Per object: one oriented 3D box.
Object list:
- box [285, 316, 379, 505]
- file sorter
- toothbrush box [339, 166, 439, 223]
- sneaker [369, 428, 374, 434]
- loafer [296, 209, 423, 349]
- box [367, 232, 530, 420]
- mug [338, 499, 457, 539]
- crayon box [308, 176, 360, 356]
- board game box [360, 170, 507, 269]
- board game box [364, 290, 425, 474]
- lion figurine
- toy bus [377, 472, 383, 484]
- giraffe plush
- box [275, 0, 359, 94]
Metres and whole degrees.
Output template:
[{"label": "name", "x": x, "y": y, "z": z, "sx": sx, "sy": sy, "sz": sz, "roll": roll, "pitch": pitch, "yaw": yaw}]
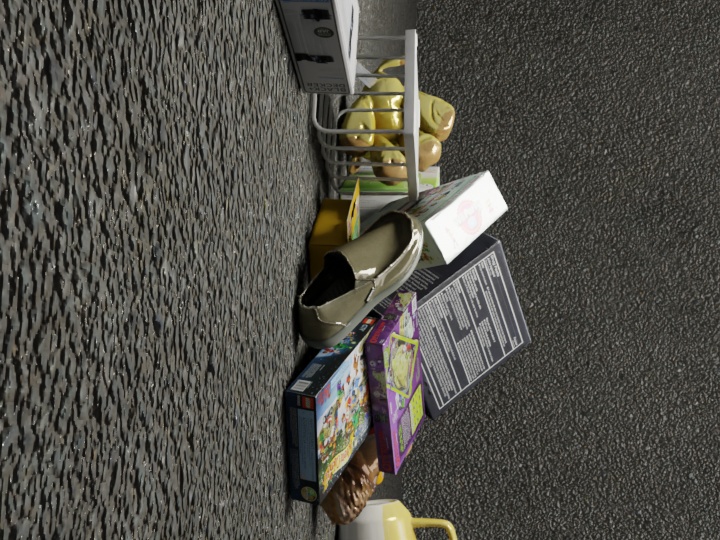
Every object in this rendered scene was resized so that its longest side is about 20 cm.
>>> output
[{"label": "box", "x": -0.027, "y": 0.155, "z": 1.113, "sx": 0.200, "sy": 0.037, "sz": 0.138, "roll": -46, "pitch": 139, "yaw": -59}, {"label": "file sorter", "x": 0.013, "y": -0.192, "z": 1.228, "sx": 0.200, "sy": 0.123, "sz": 0.140, "roll": 75, "pitch": 17, "yaw": -71}, {"label": "toothbrush box", "x": 0.050, "y": -0.107, "z": 1.510, "sx": 0.200, "sy": 0.144, "sz": 0.087, "roll": -64, "pitch": 154, "yaw": -74}, {"label": "sneaker", "x": -0.014, "y": 0.226, "z": 1.425, "sx": 0.200, "sy": 0.111, "sz": 0.072, "roll": 133, "pitch": -33, "yaw": -51}, {"label": "loafer", "x": 0.000, "y": 0.000, "z": 1.097, "sx": 0.200, "sy": 0.075, "sz": 0.070, "roll": -51, "pitch": 144, "yaw": -22}, {"label": "box", "x": 0.118, "y": 0.066, "z": 1.386, "sx": 0.123, "sy": 0.198, "sz": 0.201, "roll": 35, "pitch": -26, "yaw": 51}, {"label": "mug", "x": 0.044, "y": 0.439, "z": 1.506, "sx": 0.149, "sy": 0.185, "sz": 0.155, "roll": 154, "pitch": -69, "yaw": -67}, {"label": "crayon box", "x": -0.029, "y": -0.002, "z": 1.217, "sx": 0.126, "sy": 0.051, "sz": 0.202, "roll": -77, "pitch": 168, "yaw": -60}, {"label": "board game box", "x": 0.075, "y": -0.056, "z": 1.293, "sx": 0.147, "sy": 0.199, "sz": 0.065, "roll": -39, "pitch": 106, "yaw": -36}, {"label": "board game box", "x": 0.046, "y": 0.141, "z": 1.211, "sx": 0.120, "sy": 0.032, "sz": 0.202, "roll": -58, "pitch": 148, "yaw": -54}, {"label": "lion figurine", "x": 0.017, "y": 0.243, "z": 1.288, "sx": 0.123, "sy": 0.199, "sz": 0.072, "roll": 63, "pitch": -27, "yaw": -1}, {"label": "toy bus", "x": 0.008, "y": 0.244, "z": 1.575, "sx": 0.078, "sy": 0.064, "sz": 0.202, "roll": -72, "pitch": 163, "yaw": -64}, {"label": "giraffe plush", "x": 0.034, "y": -0.211, "z": 1.466, "sx": 0.201, "sy": 0.172, "sz": 0.162, "roll": 58, "pitch": -13, "yaw": 12}, {"label": "box", "x": -0.042, "y": -0.280, "z": 0.992, "sx": 0.200, "sy": 0.059, "sz": 0.118, "roll": 72, "pitch": 20, "yaw": -71}]
